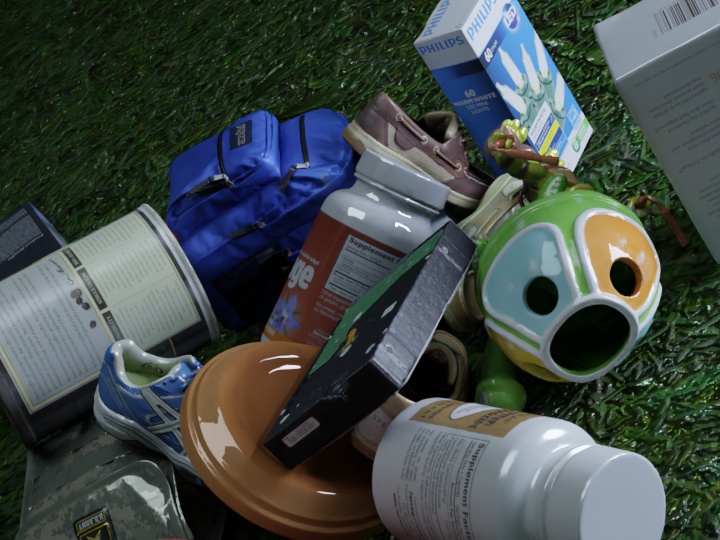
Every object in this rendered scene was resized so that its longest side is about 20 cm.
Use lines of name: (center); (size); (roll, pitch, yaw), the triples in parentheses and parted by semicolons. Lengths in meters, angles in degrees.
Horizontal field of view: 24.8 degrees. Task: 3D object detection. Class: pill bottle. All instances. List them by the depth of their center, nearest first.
pill bottle: (0.111, 0.158, 1.164); (0.200, 0.114, 0.114); (6, 48, 50)
pill bottle: (0.000, 0.000, 1.448); (0.200, 0.112, 0.112); (-65, 30, 5)

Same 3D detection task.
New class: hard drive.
hard drive: (0.011, 0.057, 1.279); (0.140, 0.038, 0.200); (-40, 12, 37)

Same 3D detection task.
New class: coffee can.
coffee can: (-0.249, 0.049, 1.484); (0.200, 0.147, 0.146); (-29, 27, -14)

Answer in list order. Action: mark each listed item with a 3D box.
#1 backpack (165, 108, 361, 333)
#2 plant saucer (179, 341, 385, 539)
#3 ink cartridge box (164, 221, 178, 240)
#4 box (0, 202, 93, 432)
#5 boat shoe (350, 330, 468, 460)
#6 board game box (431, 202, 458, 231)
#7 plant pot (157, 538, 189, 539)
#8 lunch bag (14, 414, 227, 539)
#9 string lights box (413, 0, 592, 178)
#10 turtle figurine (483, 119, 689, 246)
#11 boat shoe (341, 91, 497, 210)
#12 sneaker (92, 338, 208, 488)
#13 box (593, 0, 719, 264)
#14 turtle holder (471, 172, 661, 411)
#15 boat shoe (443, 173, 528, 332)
backpack: (-0.075, -0.062, 1.556); (0.200, 0.168, 0.163); (-26, 37, 13)
plant saucer: (-0.044, 0.127, 1.309); (0.200, 0.200, 0.037); (-77, 11, -51)
ink cartridge box: (-0.125, -0.059, 1.759); (0.200, 0.067, 0.116); (-24, 8, 20)
box: (-0.303, 0.063, 1.662); (0.123, 0.200, 0.198); (-38, 29, -7)
boat shoe: (0.055, 0.089, 1.321); (0.069, 0.074, 0.200); (-64, -5, 26)
board game box: (0.005, -0.005, 1.598); (0.200, 0.043, 0.199); (-29, 27, 10)
plant pot: (-0.109, 0.288, 1.123); (0.200, 0.200, 0.182); (-48, 23, -23)
lunch bag: (-0.206, 0.213, 1.420); (0.164, 0.118, 0.200); (-29, 34, 15)
string lights box: (0.137, -0.172, 1.547); (0.059, 0.200, 0.103); (-10, 38, 38)
turtle figurine: (0.173, -0.068, 1.398); (0.064, 0.200, 0.161); (-64, 22, 12)
boat shoe: (0.073, -0.115, 1.536); (0.072, 0.200, 0.072); (-56, 41, 13)
sneaker: (-0.136, 0.120, 1.348); (0.200, 0.077, 0.076); (18, 37, 18)
box: (0.303, -0.134, 1.313); (0.152, 0.200, 0.106); (-27, 31, 14)
turtle holder: (0.150, 0.028, 1.294); (0.185, 0.141, 0.132); (-27, 32, 10)
boat shoe: (0.129, -0.024, 1.469); (0.063, 0.073, 0.201); (-13, 28, 41)
